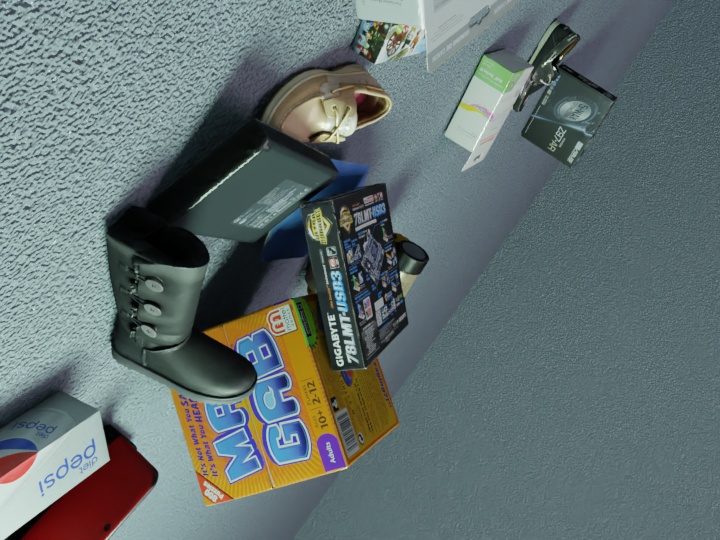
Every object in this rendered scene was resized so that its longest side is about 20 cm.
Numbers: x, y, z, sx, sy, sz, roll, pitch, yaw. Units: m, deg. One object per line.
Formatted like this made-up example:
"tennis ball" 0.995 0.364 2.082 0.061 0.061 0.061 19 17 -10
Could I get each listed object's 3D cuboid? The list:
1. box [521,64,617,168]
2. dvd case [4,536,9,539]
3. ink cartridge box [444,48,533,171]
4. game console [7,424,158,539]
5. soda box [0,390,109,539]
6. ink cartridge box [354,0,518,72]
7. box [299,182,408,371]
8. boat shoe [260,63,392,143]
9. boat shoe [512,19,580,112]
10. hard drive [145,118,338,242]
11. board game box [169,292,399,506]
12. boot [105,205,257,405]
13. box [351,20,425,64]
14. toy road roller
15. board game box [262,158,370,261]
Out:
"box" 0.514 -0.380 1.873 0.043 0.160 0.201 -34 157 -49
"dvd case" -0.425 0.295 0.783 0.200 0.017 0.143 -50 164 -17
"ink cartridge box" 0.222 -0.288 1.361 0.117 0.067 0.201 -33 154 -54
"game console" -0.328 0.302 0.904 0.200 0.118 0.173 -48 164 -19
"soda box" -0.338 0.200 0.713 0.200 0.063 0.069 -36 134 -48
"ink cartridge box" 0.080 -0.317 0.726 0.200 0.083 0.177 -43 140 -34
"box" 0.000 0.000 0.945 0.200 0.049 0.201 -33 113 -68
"boat shoe" -0.030 -0.177 0.833 0.200 0.069 0.074 -37 158 -46
"boat shoe" 0.378 -0.413 1.568 0.201 0.067 0.072 -59 166 25
"hard drive" -0.113 -0.084 0.783 0.139 0.033 0.200 -36 169 13
"board game box" -0.097 0.151 0.967 0.198 0.202 0.200 -20 176 21
"boot" -0.168 0.042 0.746 0.066 0.163 0.201 -78 -173 -45
"box" 0.077 -0.325 0.892 0.200 0.038 0.137 -34 156 -52
"toy road roller" 0.001 -0.022 1.242 0.198 0.147 0.124 9 125 -31
"board game box" -0.069 -0.088 0.983 0.159 0.039 0.200 -53 165 17
